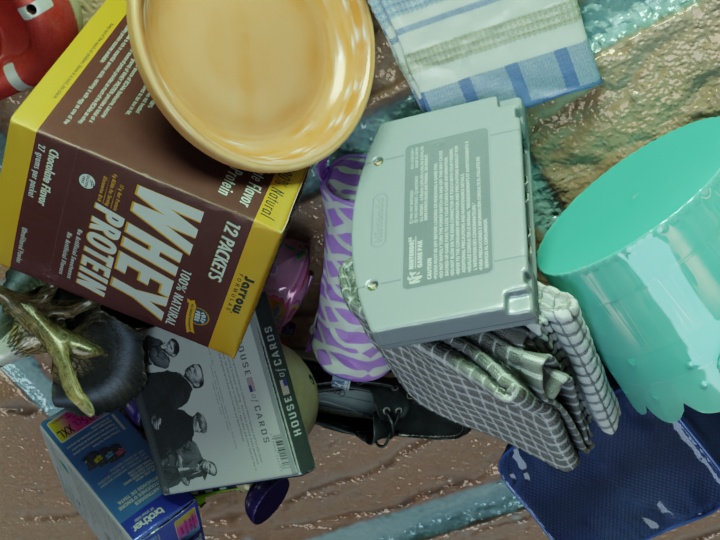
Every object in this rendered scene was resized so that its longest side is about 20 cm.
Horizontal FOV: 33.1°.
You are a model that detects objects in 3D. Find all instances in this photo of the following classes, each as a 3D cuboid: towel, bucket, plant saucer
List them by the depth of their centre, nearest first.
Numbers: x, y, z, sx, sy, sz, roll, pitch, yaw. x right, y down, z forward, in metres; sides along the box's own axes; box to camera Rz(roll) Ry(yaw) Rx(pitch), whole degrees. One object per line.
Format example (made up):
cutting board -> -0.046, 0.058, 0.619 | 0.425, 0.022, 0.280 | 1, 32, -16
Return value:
plant saucer -> -0.078, -0.167, 0.857 | 0.200, 0.201, 0.037 | 49, 149, -22
bucket -> 0.238, -0.006, 0.885 | 0.207, 0.207, 0.135 | -32, 106, 31
towel -> 0.080, -0.201, 0.888 | 0.146, 0.024, 0.201 | -15, 123, 21
towel -> 0.087, 0.064, 0.923 | 0.199, 0.086, 0.166 | 27, 159, 37

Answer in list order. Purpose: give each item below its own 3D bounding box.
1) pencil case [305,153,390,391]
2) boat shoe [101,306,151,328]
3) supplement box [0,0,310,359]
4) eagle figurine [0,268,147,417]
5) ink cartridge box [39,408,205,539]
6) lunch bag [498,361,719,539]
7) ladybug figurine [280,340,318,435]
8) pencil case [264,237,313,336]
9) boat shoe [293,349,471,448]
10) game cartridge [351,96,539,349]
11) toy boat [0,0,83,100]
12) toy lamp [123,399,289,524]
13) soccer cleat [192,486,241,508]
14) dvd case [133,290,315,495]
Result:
pencil case -> 0.000, 0.000, 1.023 | 0.085, 0.084, 0.201 | 18, 127, 15
boat shoe -> -0.245, 0.024, 1.113 | 0.198, 0.062, 0.075 | -6, 126, 20
supplement box -> -0.145, -0.075, 0.926 | 0.199, 0.198, 0.133 | 22, 129, -4
eagle figurine -> -0.257, 0.047, 1.022 | 0.150, 0.200, 0.153 | 3, 84, -4
ink cartridge box -> -0.217, 0.231, 1.172 | 0.200, 0.076, 0.137 | 44, 152, 30
lunch bag -> 0.233, 0.138, 1.038 | 0.200, 0.132, 0.136 | -33, 98, 33
ladybug figurine -> -0.109, 0.104, 1.083 | 0.199, 0.072, 0.137 | 15, 110, 41
pencil case -> -0.137, -0.016, 1.045 | 0.199, 0.088, 0.088 | 20, 128, -3
boat shoe -> 0.008, 0.131, 1.125 | 0.198, 0.066, 0.075 | 18, 130, 1
game cartridge -> 0.059, -0.036, 0.881 | 0.132, 0.201, 0.041 | -8, 141, 15
toy boat -> -0.315, -0.176, 0.931 | 0.199, 0.131, 0.131 | -18, 121, 19
toy lamp -> -0.156, 0.161, 1.154 | 0.199, 0.058, 0.058 | 34, 132, 22
soccer cleat -> -0.140, 0.181, 1.204 | 0.199, 0.068, 0.081 | -29, 106, 31
dvd case -> -0.127, 0.110, 1.032 | 0.199, 0.025, 0.151 | -17, 88, 45
